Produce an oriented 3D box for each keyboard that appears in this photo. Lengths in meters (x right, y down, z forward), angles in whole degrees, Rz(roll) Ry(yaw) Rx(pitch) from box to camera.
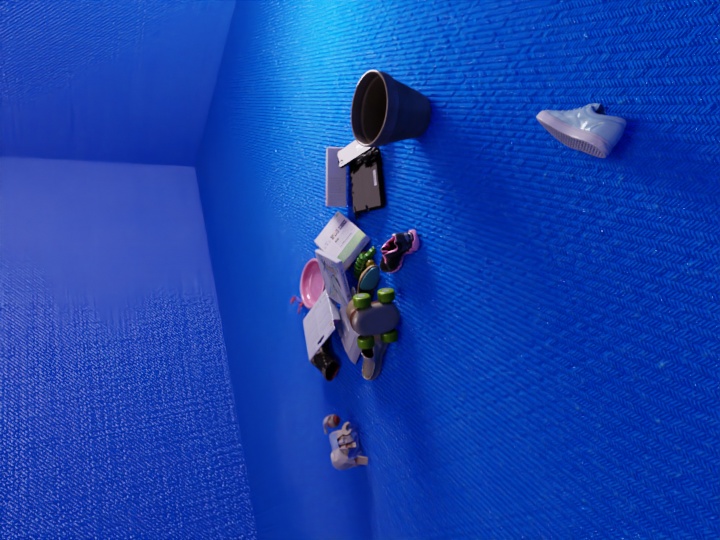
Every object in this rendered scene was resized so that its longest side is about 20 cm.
[{"bbox_3d":[0.012,-0.385,1.648,0.200,0.040,0.105,-26,52,30],"label":"keyboard"}]

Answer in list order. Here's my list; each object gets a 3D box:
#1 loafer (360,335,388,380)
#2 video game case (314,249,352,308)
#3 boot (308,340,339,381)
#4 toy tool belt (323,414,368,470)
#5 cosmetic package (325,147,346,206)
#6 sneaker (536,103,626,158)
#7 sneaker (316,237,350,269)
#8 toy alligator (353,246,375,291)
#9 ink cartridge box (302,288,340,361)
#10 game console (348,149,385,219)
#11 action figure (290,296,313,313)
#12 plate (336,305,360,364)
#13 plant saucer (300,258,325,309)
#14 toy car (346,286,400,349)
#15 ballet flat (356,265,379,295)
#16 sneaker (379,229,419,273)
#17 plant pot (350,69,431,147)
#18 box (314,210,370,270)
[{"bbox_3d":[0.033,0.282,1.692,0.076,0.068,0.201,49,134,48],"label":"loafer"},{"bbox_3d":[-0.091,0.031,1.778,0.200,0.022,0.183,26,135,60],"label":"video game case"},{"bbox_3d":[-0.137,0.317,1.999,0.151,0.073,0.201,42,124,49],"label":"boot"},{"bbox_3d":[-0.043,0.604,1.836,0.123,0.125,0.201,-24,71,26],"label":"toy tool belt"},{"bbox_3d":[-0.085,-0.325,1.804,0.101,0.071,0.201,-133,44,-82],"label":"cosmetic package"},{"bbox_3d":[0.420,-0.279,0.971,0.082,0.074,0.200,-49,38,11],"label":"sneaker"},{"bbox_3d":[-0.102,-0.062,1.882,0.200,0.092,0.076,47,132,48],"label":"sneaker"},{"bbox_3d":[0.000,0.000,1.742,0.059,0.054,0.201,60,141,40],"label":"toy alligator"},{"bbox_3d":[-0.144,0.205,1.912,0.197,0.043,0.201,-52,37,33],"label":"ink cartridge box"},{"bbox_3d":[0.021,-0.287,1.719,0.175,0.116,0.201,-9,85,31],"label":"game console"},{"bbox_3d":[-0.239,0.159,2.168,0.200,0.065,0.099,-10,66,61],"label":"action figure"},{"bbox_3d":[-0.042,0.204,1.830,0.200,0.032,0.200,109,146,-48],"label":"plate"},{"bbox_3d":[-0.175,0.054,2.044,0.200,0.051,0.202,-16,71,56],"label":"plant saucer"},{"bbox_3d":[0.019,0.129,1.630,0.200,0.157,0.165,-148,50,-64],"label":"toy car"},{"bbox_3d":[0.013,0.055,1.713,0.063,0.068,0.201,-121,40,-50],"label":"ballet flat"},{"bbox_3d":[0.092,-0.056,1.533,0.200,0.095,0.079,-53,49,51],"label":"sneaker"},{"bbox_3d":[0.093,-0.437,1.416,0.200,0.173,0.201,10,101,61],"label":"plant pot"},{"bbox_3d":[-0.066,-0.105,1.793,0.145,0.036,0.200,-51,43,7],"label":"box"}]
